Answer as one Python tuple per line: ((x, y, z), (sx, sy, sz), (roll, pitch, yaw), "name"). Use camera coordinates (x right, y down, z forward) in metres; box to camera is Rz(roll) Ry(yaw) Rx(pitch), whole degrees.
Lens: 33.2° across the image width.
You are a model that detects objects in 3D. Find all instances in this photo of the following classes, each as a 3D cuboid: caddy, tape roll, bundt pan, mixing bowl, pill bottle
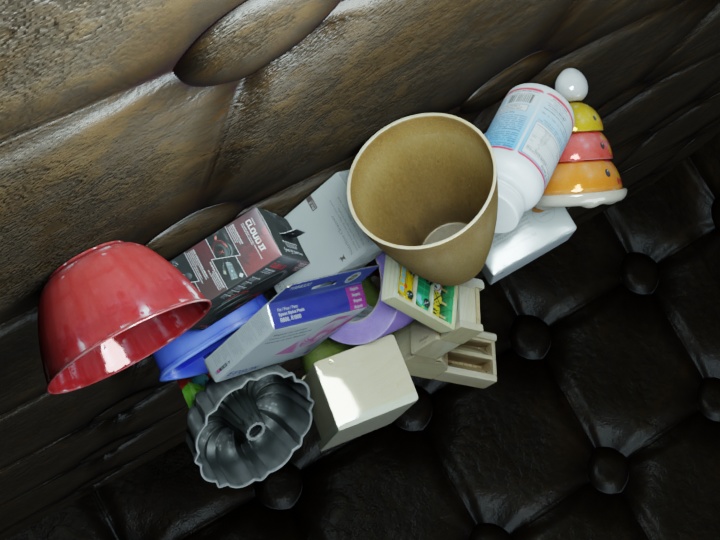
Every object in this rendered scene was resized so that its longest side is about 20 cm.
((-0.210, 0.088, 1.715), (0.199, 0.106, 0.141), (-32, 171, 9), "caddy")
((0.000, 0.000, 1.741), (0.200, 0.201, 0.085), (-36, 169, 37), "tape roll")
((-0.169, 0.214, 1.758), (0.200, 0.076, 0.204), (-21, 129, -27), "bundt pan")
((-0.275, 0.039, 1.313), (0.199, 0.109, 0.200), (-31, 171, -5), "mixing bowl")
((0.211, -0.151, 1.641), (0.201, 0.108, 0.109), (-60, -171, -31), "pill bottle")

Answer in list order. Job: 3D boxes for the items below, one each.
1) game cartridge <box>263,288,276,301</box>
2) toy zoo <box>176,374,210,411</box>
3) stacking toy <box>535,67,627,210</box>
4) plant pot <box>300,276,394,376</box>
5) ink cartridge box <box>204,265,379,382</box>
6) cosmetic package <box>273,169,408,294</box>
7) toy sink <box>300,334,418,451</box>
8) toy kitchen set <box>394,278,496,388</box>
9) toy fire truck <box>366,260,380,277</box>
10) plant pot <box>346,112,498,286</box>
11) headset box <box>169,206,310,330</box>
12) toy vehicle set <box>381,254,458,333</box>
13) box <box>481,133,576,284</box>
((-0.175, 0.097, 1.925), (0.041, 0.134, 0.200), (-21, 167, -48), "game cartridge")
((-0.239, 0.151, 1.859), (0.131, 0.201, 0.020), (20, 120, -46), "toy zoo")
((0.309, -0.192, 1.752), (0.144, 0.203, 0.146), (-5, -174, 0), "stacking toy")
((-0.047, 0.054, 1.949), (0.199, 0.185, 0.200), (-29, 172, -4), "plant pot")
((-0.085, 0.072, 1.641), (0.195, 0.044, 0.200), (-13, 159, -50), "ink cartridge box")
((-0.044, -0.043, 1.644), (0.200, 0.114, 0.081), (-39, 167, 36), "cosmetic package")
((-0.010, 0.182, 1.806), (0.129, 0.113, 0.200), (-19, 167, -15), "toy sink")
((0.162, 0.057, 1.813), (0.179, 0.165, 0.200), (13, 152, -26), "toy kitchen set")
((0.093, -0.030, 1.908), (0.111, 0.168, 0.201), (-26, 148, -23), "toy fire truck")
((0.099, -0.065, 1.522), (0.185, 0.187, 0.200), (-30, 148, 1), "plant pot")
((-0.163, -0.005, 1.565), (0.199, 0.076, 0.149), (-32, 171, 8), "headset box")
((0.089, -0.029, 1.674), (0.026, 0.202, 0.124), (-18, 146, 42), "toy vehicle set")
((0.219, -0.105, 1.887), (0.151, 0.201, 0.106), (-29, 172, -2), "box")
